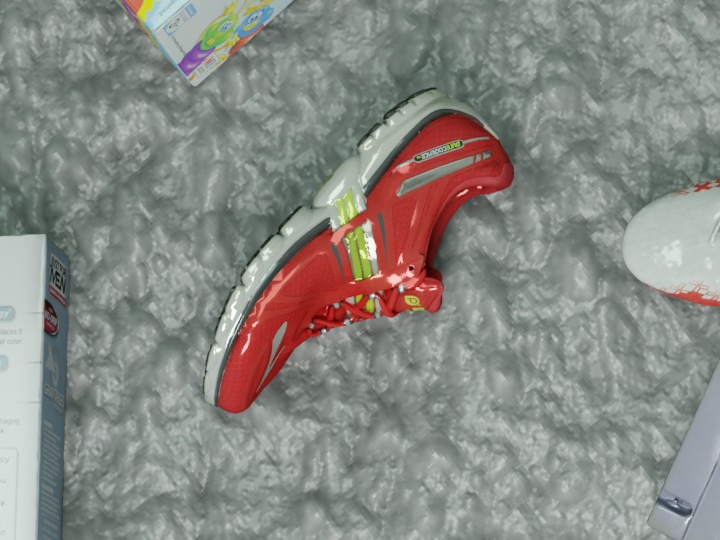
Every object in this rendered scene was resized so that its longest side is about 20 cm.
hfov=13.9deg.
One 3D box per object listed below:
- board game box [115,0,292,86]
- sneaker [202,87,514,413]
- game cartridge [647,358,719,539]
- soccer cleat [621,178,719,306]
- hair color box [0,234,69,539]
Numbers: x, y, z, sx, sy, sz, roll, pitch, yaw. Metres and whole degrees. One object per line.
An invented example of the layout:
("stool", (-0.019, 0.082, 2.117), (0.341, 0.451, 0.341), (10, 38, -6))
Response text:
("board game box", (-0.122, -0.210, 1.523), (0.103, 0.105, 0.200), (-42, 75, -2))
("sneaker", (0.000, 0.000, 1.478), (0.085, 0.077, 0.200), (40, 86, 8))
("game cartridge", (0.233, 0.064, 1.410), (0.130, 0.038, 0.200), (25, 112, 8))
("soccer cleat", (0.228, -0.018, 1.444), (0.200, 0.085, 0.069), (3, 78, 8))
("hair color box", (-0.203, 0.085, 1.493), (0.099, 0.061, 0.200), (-1, 78, 7))
